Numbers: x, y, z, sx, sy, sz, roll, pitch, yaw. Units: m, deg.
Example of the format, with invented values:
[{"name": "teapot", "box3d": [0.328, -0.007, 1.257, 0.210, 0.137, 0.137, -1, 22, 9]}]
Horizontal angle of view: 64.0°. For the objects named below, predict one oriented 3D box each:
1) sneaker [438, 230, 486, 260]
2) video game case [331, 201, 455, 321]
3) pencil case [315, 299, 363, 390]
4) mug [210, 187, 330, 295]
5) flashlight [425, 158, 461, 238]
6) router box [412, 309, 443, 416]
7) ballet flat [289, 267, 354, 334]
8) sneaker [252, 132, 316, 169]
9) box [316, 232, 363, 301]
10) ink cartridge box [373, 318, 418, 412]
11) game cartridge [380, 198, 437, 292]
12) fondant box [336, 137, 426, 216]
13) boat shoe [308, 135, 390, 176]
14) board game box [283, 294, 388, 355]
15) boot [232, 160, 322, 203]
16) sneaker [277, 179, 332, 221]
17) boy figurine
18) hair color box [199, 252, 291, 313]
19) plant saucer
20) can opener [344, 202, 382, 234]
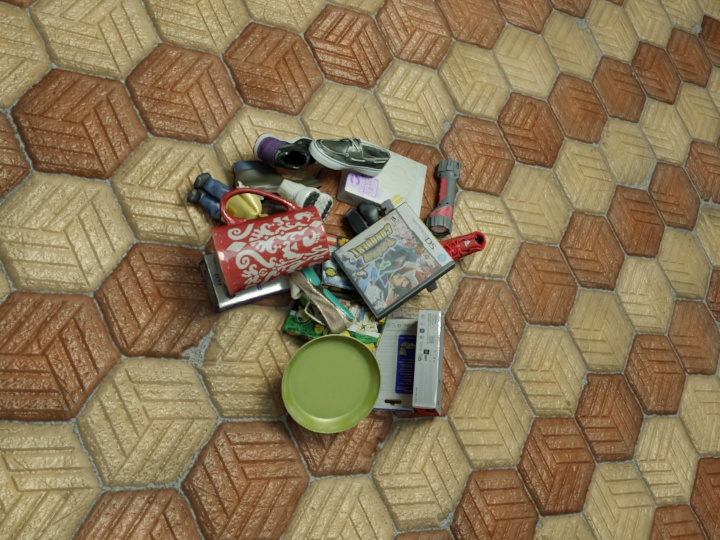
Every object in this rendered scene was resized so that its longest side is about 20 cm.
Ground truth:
[{"name": "sneaker", "box3d": [0.215, -0.055, 1.377, 0.199, 0.115, 0.079, -24, 86, -28]}, {"name": "video game case", "box3d": [0.067, -0.023, 1.210, 0.199, 0.026, 0.181, -34, 68, -4]}, {"name": "pencil case", "box3d": [-0.037, 0.163, 1.219, 0.089, 0.078, 0.201, 38, 64, -12]}, {"name": "mug", "box3d": [-0.168, -0.061, 1.071, 0.198, 0.179, 0.134, -16, 38, -10]}, {"name": "flashlight", "box3d": [0.205, -0.184, 1.441, 0.067, 0.068, 0.202, 18, 64, -21]}, {"name": "router box", "box3d": [0.150, 0.205, 1.241, 0.048, 0.180, 0.202, 2, 71, 11]}, {"name": "ballet flat", "box3d": [-0.099, 0.049, 1.161, 0.067, 0.068, 0.200, -42, 82, 10]}, {"name": "sneaker", "box3d": [-0.136, -0.244, 1.248, 0.087, 0.076, 0.199, 30, 24, 26]}, {"name": "box", "box3d": [0.000, 0.000, 1.285, 0.198, 0.040, 0.138, 13, 54, -21]}, {"name": "ink cartridge box", "box3d": [0.079, 0.205, 1.258, 0.094, 0.037, 0.202, 0, 69, 17]}, {"name": "game cartridge", "box3d": [0.112, -0.055, 1.299, 0.038, 0.130, 0.201, -31, 67, 7]}, {"name": "fondant box", "box3d": [0.053, -0.211, 1.379, 0.198, 0.058, 0.146, 17, 69, -19]}, {"name": "boat shoe", "box3d": [-0.020, -0.264, 1.264, 0.199, 0.071, 0.073, 3, 55, -40]}, {"name": "board game box", "box3d": [-0.051, 0.107, 1.198, 0.198, 0.024, 0.105, 13, 62, 14]}, {"name": "boot", "box3d": [-0.184, -0.202, 1.256, 0.198, 0.075, 0.098, -15, 85, -26]}, {"name": "sneaker", "box3d": [-0.115, -0.146, 1.222, 0.081, 0.200, 0.076, 28, 87, 14]}, {"name": "boy figurine", "box3d": [-0.254, -0.114, 1.179, 0.199, 0.064, 0.125, 34, 105, 2]}, {"name": "hair color box", "box3d": [-0.218, 0.005, 1.188, 0.199, 0.065, 0.110, -16, 83, -29]}, {"name": "plant saucer", "box3d": [-0.058, 0.219, 1.132, 0.198, 0.031, 0.202, -2, 100, -14]}, {"name": "can opener", "box3d": [0.052, -0.075, 1.312, 0.079, 0.063, 0.200, -43, 83, 9]}]
